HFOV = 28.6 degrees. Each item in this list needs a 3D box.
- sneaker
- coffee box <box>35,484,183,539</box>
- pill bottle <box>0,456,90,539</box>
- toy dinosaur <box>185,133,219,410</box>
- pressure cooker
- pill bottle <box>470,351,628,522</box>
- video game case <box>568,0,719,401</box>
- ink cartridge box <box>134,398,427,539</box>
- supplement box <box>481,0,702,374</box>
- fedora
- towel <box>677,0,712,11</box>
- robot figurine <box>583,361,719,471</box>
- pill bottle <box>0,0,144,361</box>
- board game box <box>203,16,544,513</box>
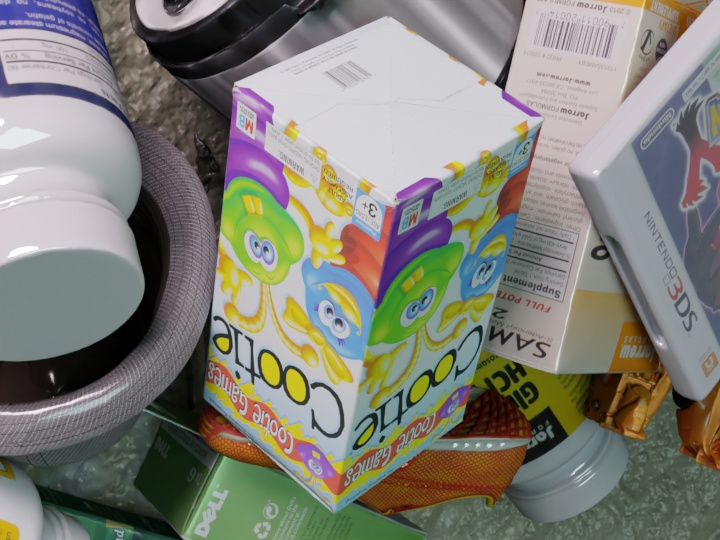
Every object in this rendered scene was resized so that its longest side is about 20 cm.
[{"bbox_3d":[0.004,0.106,0.792,0.199,0.073,0.078,10,117,-21],"label":"sneaker"},{"bbox_3d":[-0.198,0.189,0.824,0.199,0.044,0.124,23,89,-26],"label":"coffee box"},{"bbox_3d":[-0.231,0.128,0.703,0.200,0.104,0.105,34,85,-42],"label":"pill bottle"},{"bbox_3d":[-0.112,-0.022,0.825,0.088,0.047,0.201,-29,109,1],"label":"toy dinosaur"},{"bbox_3d":[-0.025,-0.153,0.755,0.176,0.179,0.200,-39,126,20],"label":"pressure cooker"},{"bbox_3d":[0.086,0.060,0.890,0.112,0.112,0.200,-41,112,-12],"label":"pill bottle"},{"bbox_3d":[0.207,-0.058,0.750,0.200,0.023,0.183,-48,131,-17],"label":"video game case"},{"bbox_3d":[-0.070,0.134,0.839,0.199,0.104,0.060,28,87,-26],"label":"ink cartridge box"},{"bbox_3d":[0.130,-0.048,0.767,0.126,0.073,0.201,4,101,-53],"label":"supplement box"},{"bbox_3d":[-0.159,0.022,0.742,0.176,0.201,0.091,-4,144,-1],"label":"fedora"},{"bbox_3d":[0.165,-0.175,0.841,0.022,0.199,0.147,-33,111,-33],"label":"towel"},{"bbox_3d":[0.219,0.015,0.850,0.144,0.058,0.201,20,94,-18],"label":"robot figurine"},{"bbox_3d":[-0.170,-0.064,0.671,0.119,0.201,0.120,-16,150,-9],"label":"pill bottle"},{"bbox_3d":[0.000,0.000,0.684,0.105,0.103,0.201,-31,146,-37],"label":"board game box"}]
